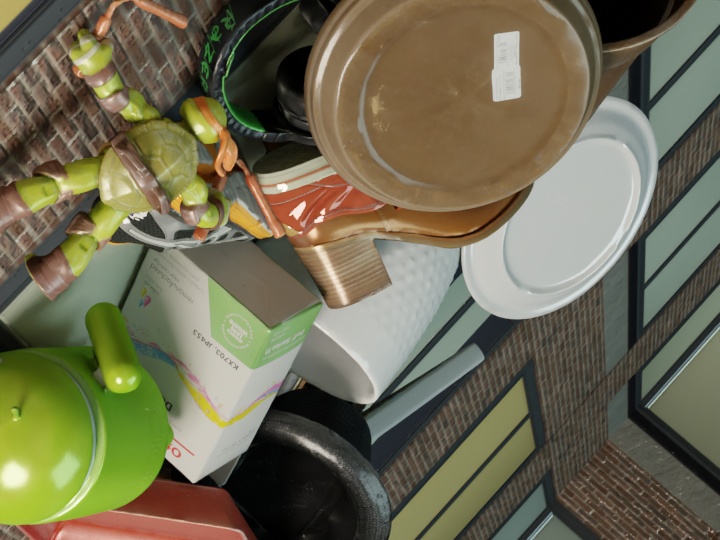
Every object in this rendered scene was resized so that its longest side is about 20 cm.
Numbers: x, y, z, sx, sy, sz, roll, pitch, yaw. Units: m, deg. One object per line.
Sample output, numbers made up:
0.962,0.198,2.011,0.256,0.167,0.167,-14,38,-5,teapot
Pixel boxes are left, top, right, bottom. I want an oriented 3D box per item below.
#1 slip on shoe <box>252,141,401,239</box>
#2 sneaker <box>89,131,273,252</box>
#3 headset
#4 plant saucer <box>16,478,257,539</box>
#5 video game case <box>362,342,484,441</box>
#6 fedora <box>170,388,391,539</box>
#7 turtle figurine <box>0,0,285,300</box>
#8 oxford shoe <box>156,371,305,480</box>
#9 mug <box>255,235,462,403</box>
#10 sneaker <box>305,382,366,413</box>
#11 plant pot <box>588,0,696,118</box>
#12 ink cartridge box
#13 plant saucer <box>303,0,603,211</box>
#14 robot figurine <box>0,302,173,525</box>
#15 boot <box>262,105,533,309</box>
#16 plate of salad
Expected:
0.026,-0.076,1.385,0.199,0.074,0.061,-20,113,-7,slip on shoe
-0.117,-0.048,1.346,0.077,0.079,0.200,-29,168,13,sneaker
-0.008,-0.133,1.325,0.199,0.094,0.124,-5,134,-35,headset
-0.170,0.192,1.555,0.200,0.199,0.037,76,23,-68,plant saucer
0.002,0.146,1.872,0.182,0.023,0.200,-35,178,40,video game case
-0.052,0.160,1.624,0.092,0.200,0.201,-58,173,-44,fedora
-0.132,-0.050,1.191,0.161,0.064,0.200,-35,130,-3,turtle figurine
-0.104,0.093,1.654,0.200,0.071,0.073,-47,159,-6,oxford shoe
0.000,0.000,1.593,0.176,0.147,0.200,-54,168,-19,mug
0.002,0.060,1.848,0.087,0.075,0.200,-49,167,-33,sneaker
0.128,-0.198,1.448,0.200,0.200,0.198,-42,169,-22,plant pot
-0.123,0.070,1.477,0.067,0.117,0.200,-29,153,-50,ink cartridge box
0.063,-0.117,1.302,0.199,0.030,0.201,-6,126,-8,plant saucer
-0.205,0.110,1.361,0.175,0.116,0.200,-42,165,17,robot figurine
0.027,-0.082,1.457,0.200,0.155,0.074,-30,-163,-26,boot
0.155,-0.053,1.609,0.199,0.048,0.201,-21,131,-27,plate of salad
